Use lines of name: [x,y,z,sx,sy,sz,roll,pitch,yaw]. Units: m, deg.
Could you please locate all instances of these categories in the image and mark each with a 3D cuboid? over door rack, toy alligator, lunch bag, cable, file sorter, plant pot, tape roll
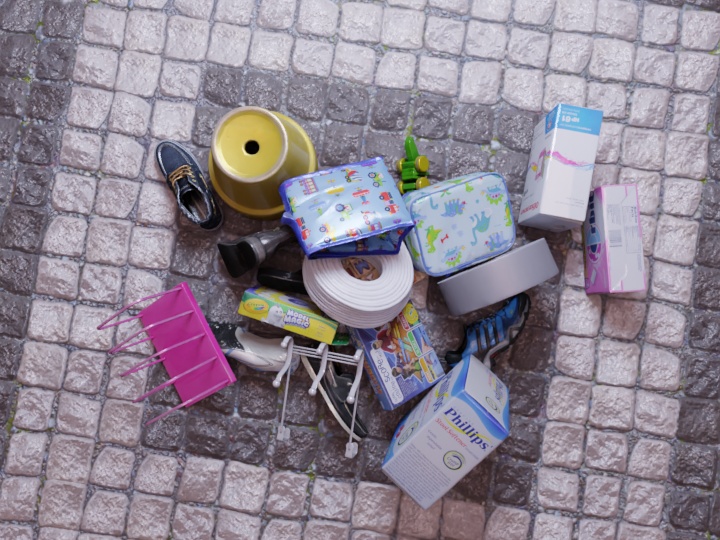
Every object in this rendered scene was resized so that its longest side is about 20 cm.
over door rack: [-0.073,0.224,1.029,0.147,0.067,0.201,9,104,17]
toy alligator: [0.108,-0.151,1.136,0.054,0.059,0.201,-6,94,-44]
lunch bag: [0.174,-0.083,1.087,0.200,0.082,0.161,-20,104,-14]
cable: [0.000,0.000,1.051,0.200,0.069,0.200,-32,71,-34]
file sorter: [-0.345,0.149,1.050,0.139,0.125,0.200,-30,86,30]
plant pot: [-0.180,-0.199,1.067,0.200,0.189,0.201,0,88,0]
tape roll: [0.239,0.012,1.048,0.200,0.200,0.066,-24,87,-1]
lunch bag: [-0.035,-0.098,1.004,0.200,0.094,0.151,-10,61,-25]

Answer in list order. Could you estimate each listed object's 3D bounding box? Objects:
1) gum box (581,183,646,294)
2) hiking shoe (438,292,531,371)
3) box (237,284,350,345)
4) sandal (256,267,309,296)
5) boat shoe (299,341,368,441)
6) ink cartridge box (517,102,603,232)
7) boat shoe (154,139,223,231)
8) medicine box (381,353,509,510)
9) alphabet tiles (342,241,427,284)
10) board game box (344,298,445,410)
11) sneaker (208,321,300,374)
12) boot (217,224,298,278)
gum box: [0.456,-0.059,1.095,0.066,0.114,0.201,-3,87,-1]
hiking shoe: [0.236,0.113,1.105,0.087,0.074,0.200,36,87,1]
box: [-0.109,0.081,1.084,0.200,0.117,0.048,20,96,0]
sandal: [-0.090,0.016,1.107,0.200,0.075,0.048,13,64,-2]
boat shoe: [-0.036,0.218,1.100,0.068,0.072,0.200,-30,85,2]
ink cartridge box: [0.359,-0.179,1.087,0.084,0.145,0.201,10,86,1]
boat shoe: [-0.324,-0.167,1.112,0.071,0.091,0.200,-35,87,-2]
medicine box: [0.149,0.266,1.016,0.103,0.182,0.200,42,107,3]
alphabet tiles: [0.017,-0.017,1.146,0.200,0.008,0.167,-32,87,-2]
board game box: [0.059,0.133,1.088,0.135,0.034,0.200,-23,88,-31]
sneaker: [-0.208,0.149,1.110,0.200,0.072,0.073,14,129,10]
boot: [-0.156,-0.054,1.101,0.174,0.200,0.069,-29,104,-32]
